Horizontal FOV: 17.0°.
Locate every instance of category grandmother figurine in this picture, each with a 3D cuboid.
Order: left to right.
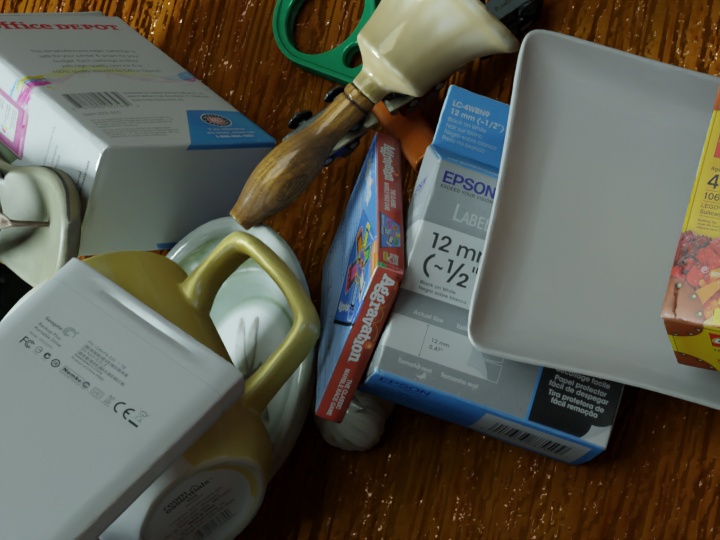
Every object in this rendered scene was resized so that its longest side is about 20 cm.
[{"bbox_3d":[0.040,0.026,1.488,0.200,0.061,0.121,-54,24,2],"label":"grandmother figurine"}]

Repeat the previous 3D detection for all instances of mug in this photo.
[{"bbox_3d":[-0.122,0.078,1.420,0.153,0.149,0.187,51,130,38],"label":"mug"}]

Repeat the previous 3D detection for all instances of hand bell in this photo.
[{"bbox_3d":[-0.006,-0.101,1.487,0.200,0.104,0.104,-46,51,3],"label":"hand bell"}]

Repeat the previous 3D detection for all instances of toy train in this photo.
[{"bbox_3d":[0.033,-0.124,1.549,0.200,0.046,0.034,-33,68,-4],"label":"toy train"}]

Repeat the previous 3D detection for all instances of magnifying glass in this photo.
[{"bbox_3d":[0.003,-0.136,1.613,0.080,0.022,0.200,-40,50,9],"label":"magnifying glass"}]

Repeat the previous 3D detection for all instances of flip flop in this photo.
[{"bbox_3d":[-0.240,-0.042,1.543,0.200,0.058,0.081,32,119,42],"label":"flip flop"}]

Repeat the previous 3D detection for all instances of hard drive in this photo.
[{"bbox_3d":[-0.179,0.093,1.331,0.132,0.027,0.200,33,60,22],"label":"hard drive"}]

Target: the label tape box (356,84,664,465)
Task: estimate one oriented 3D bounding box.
[{"bbox_3d":[0.096,-0.004,1.411,0.143,0.066,0.200,19,76,-6],"label":"label tape box"}]

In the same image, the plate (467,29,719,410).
[{"bbox_3d":[0.169,-0.022,1.382,0.200,0.032,0.200,14,71,-7],"label":"plate"}]

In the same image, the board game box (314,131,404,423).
[{"bbox_3d":[0.000,0.000,1.452,0.200,0.019,0.103,-89,18,-65],"label":"board game box"}]

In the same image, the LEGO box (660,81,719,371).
[{"bbox_3d":[0.279,-0.010,1.301,0.200,0.077,0.149,11,72,18],"label":"LEGO box"}]

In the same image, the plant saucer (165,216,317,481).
[{"bbox_3d":[-0.081,0.068,1.525,0.200,0.050,0.200,-21,61,45],"label":"plant saucer"}]

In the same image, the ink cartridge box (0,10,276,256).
[{"bbox_3d":[-0.177,-0.095,1.618,0.200,0.144,0.085,40,122,39],"label":"ink cartridge box"}]

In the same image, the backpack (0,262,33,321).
[{"bbox_3d":[-0.282,0.098,1.605,0.154,0.163,0.200,-6,71,40],"label":"backpack"}]
